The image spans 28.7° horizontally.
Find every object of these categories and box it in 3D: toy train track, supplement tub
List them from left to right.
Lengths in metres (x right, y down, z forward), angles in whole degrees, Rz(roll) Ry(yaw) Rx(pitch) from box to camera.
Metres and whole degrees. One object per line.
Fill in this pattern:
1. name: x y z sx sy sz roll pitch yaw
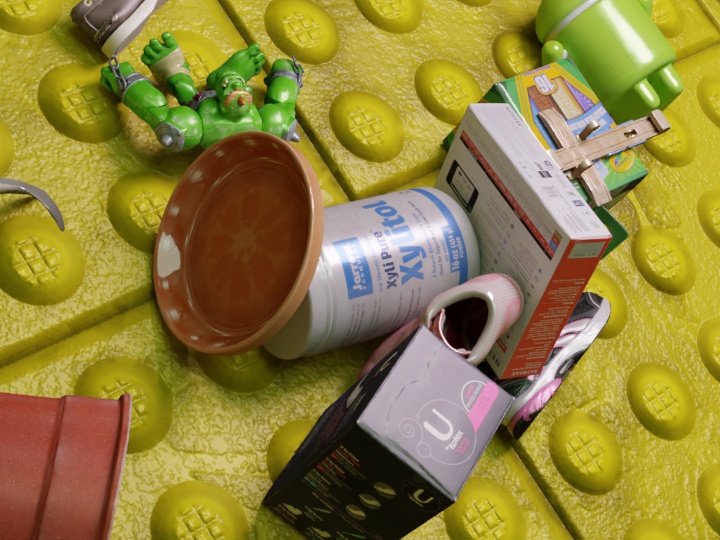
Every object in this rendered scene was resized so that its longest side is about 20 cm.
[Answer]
1. supplement tub: 0.000 0.000 1.318 0.200 0.132 0.132 -15 71 -35
2. toy train track: 0.255 -0.134 1.439 0.200 0.033 0.115 -22 75 -37

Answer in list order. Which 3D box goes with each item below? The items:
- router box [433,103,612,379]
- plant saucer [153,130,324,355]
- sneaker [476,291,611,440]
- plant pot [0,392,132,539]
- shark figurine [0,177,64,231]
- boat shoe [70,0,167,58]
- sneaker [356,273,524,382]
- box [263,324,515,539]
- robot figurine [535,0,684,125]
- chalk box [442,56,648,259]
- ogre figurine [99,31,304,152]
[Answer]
1. router box: 0.136 -0.030 1.342 0.049 0.180 0.200 -4 45 -30
2. plant saucer: -0.106 -0.023 1.239 0.032 0.200 0.201 19 52 -47
3. sneaker: 0.179 0.074 1.412 0.086 0.080 0.200 38 46 9
4. plant pot: -0.287 0.170 1.039 0.195 0.201 0.201 13 58 -12
5. shark figurine: -0.358 -0.035 1.182 0.215 0.089 0.128 -50 126 -30
6. boat shoe: -0.212 -0.294 1.408 0.060 0.072 0.200 40 58 -7
7. sneaker: 0.057 0.077 1.257 0.075 0.200 0.105 50 15 8
8. box: 0.021 0.155 1.197 0.106 0.200 0.122 39 52 -4
9. robot figurine: 0.284 -0.262 1.631 0.175 0.116 0.200 -33 81 -25
10. chalk box: 0.206 -0.101 1.492 0.124 0.125 0.200 -22 74 -36
11. ogre figurine: -0.138 -0.163 1.363 0.200 0.098 0.120 12 39 -40
